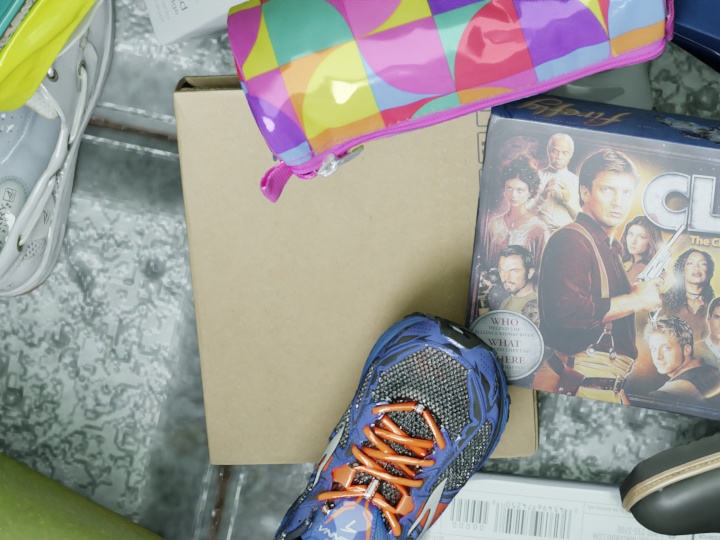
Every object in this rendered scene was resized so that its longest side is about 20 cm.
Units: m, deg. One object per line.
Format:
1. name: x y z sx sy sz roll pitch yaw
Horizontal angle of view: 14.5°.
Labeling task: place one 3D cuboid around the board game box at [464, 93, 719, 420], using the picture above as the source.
1. board game box: 0.150 -0.001 1.273 0.199 0.035 0.136 9 117 9

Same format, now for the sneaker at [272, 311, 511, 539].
1. sneaker: 0.009 0.105 1.305 0.075 0.078 0.201 28 123 3

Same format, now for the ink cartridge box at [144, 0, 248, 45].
1. ink cartridge box: -0.035 -0.201 1.281 0.083 0.200 0.146 -16 88 -34

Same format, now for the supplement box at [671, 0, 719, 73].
1. supplement box: 0.251 -0.166 1.267 0.200 0.134 0.201 27 91 42

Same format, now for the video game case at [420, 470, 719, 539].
1. video game case: 0.120 0.195 1.375 0.199 0.023 0.183 6 90 0

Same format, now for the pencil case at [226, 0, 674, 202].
1. pencil case: 0.040 -0.102 1.229 0.199 0.088 0.089 -21 90 5

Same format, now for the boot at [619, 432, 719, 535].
1. boot: 0.228 0.143 1.314 0.199 0.078 0.139 -5 72 -7

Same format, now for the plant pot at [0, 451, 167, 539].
1. plant pot: -0.187 0.159 1.309 0.183 0.200 0.201 21 91 -11

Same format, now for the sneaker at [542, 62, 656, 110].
1. sneaker: 0.044 -0.083 1.356 0.199 0.074 0.089 8 77 -2

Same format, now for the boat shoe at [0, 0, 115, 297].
1. boat shoe: -0.161 -0.087 1.353 0.070 0.069 0.201 6 89 5

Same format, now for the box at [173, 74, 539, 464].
1. box: 0.000 0.000 1.330 0.163 0.021 0.201 -2 117 4

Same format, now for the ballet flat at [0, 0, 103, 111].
1. ballet flat: -0.126 -0.152 1.281 0.200 0.067 0.067 -52 55 10
